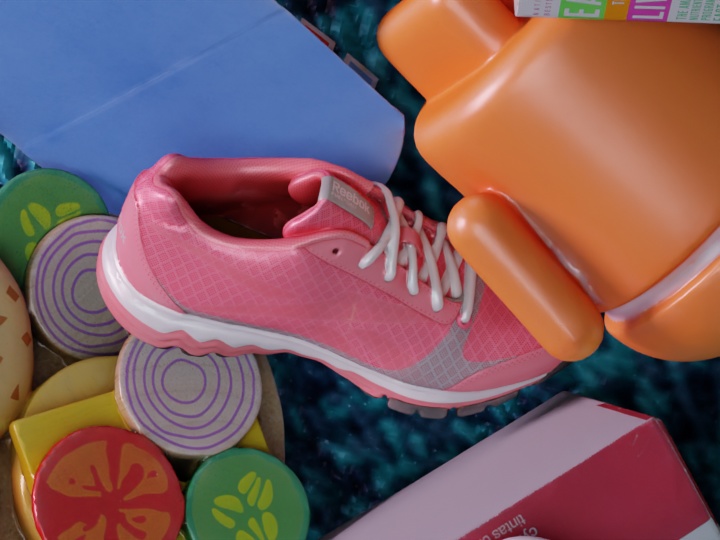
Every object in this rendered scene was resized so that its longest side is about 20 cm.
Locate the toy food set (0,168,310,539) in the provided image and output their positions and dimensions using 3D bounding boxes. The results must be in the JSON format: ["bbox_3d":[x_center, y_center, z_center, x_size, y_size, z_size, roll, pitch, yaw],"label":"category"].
[{"bbox_3d":[-0.117,0.058,0.917,0.197,0.049,0.201,-17,79,-27],"label":"toy food set"}]

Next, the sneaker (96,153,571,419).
[{"bbox_3d":[0.000,0.000,0.895,0.199,0.074,0.087,8,145,-7],"label":"sneaker"}]

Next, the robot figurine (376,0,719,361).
[{"bbox_3d":[0.102,-0.048,0.871,0.200,0.144,0.117,43,118,-9],"label":"robot figurine"}]

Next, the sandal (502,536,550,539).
[{"bbox_3d":[0.113,0.170,0.792,0.082,0.050,0.203,-40,78,-14],"label":"sandal"}]

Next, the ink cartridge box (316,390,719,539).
[{"bbox_3d":[0.084,0.171,0.890,0.144,0.145,0.200,-31,95,-8],"label":"ink cartridge box"}]

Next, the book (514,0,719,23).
[{"bbox_3d":[0.153,-0.145,0.827,0.199,0.048,0.134,1,59,-3],"label":"book"}]

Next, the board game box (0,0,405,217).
[{"bbox_3d":[-0.078,-0.086,0.908,0.158,0.039,0.200,-23,128,40],"label":"board game box"}]
